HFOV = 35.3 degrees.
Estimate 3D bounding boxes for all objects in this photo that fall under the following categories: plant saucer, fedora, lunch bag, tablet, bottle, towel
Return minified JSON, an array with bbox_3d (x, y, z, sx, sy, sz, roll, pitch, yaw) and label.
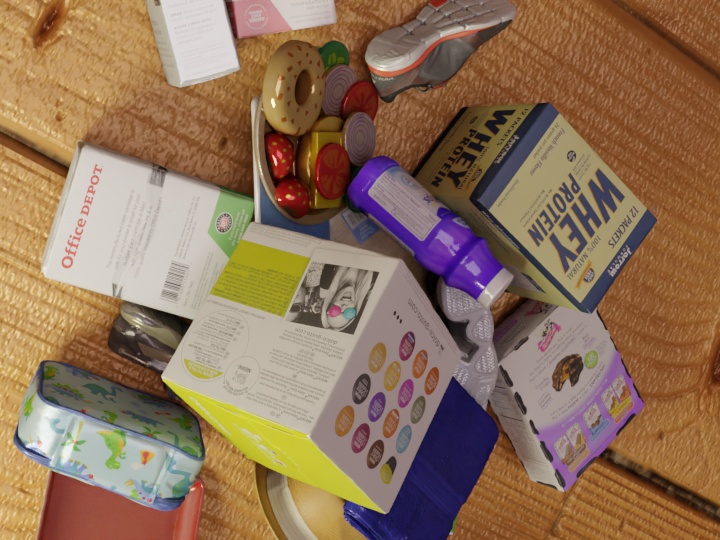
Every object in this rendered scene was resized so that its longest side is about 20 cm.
[{"bbox_3d":[-0.279,0.318,1.262,0.198,0.036,0.203,21,69,-37],"label":"plant saucer"},{"bbox_3d":[-0.037,0.265,1.299,0.081,0.201,0.201,-34,113,21],"label":"fedora"},{"bbox_3d":[-0.268,0.174,1.223,0.198,0.161,0.083,24,98,-20],"label":"lunch bag"},{"bbox_3d":[-0.077,-0.093,1.260,0.129,0.014,0.203,-15,106,-53],"label":"tablet"},{"bbox_3d":[0.077,-0.041,1.227,0.200,0.083,0.066,42,104,12],"label":"bottle"},{"bbox_3d":[0.068,0.221,1.264,0.148,0.049,0.201,47,64,-31],"label":"towel"}]

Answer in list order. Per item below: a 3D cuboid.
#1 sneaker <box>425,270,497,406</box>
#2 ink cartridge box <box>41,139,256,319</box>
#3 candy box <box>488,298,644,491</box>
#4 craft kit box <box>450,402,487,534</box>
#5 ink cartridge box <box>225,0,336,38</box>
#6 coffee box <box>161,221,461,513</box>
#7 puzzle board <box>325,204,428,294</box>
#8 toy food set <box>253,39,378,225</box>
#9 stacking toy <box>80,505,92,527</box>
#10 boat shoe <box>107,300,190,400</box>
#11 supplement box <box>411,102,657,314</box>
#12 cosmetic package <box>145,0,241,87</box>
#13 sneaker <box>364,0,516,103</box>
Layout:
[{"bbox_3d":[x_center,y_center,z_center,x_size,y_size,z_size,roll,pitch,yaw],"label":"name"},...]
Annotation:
[{"bbox_3d":[0.118,0.066,1.337,0.074,0.114,0.203,-2,112,-4],"label":"sneaker"},{"bbox_3d":[-0.232,-0.042,1.228,0.198,0.084,0.148,18,95,-21],"label":"ink cartridge box"},{"bbox_3d":[0.246,0.140,1.414,0.167,0.071,0.202,-39,111,-24],"label":"candy box"},{"bbox_3d":[0.057,0.177,1.332,0.199,0.048,0.199,39,52,-28],"label":"craft kit box"},{"bbox_3d":[-0.100,-0.360,1.215,0.115,0.067,0.203,-13,105,-16],"label":"ink cartridge box"},{"bbox_3d":[-0.044,0.100,1.168,0.199,0.198,0.200,-61,144,-20],"label":"coffee box"},{"bbox_3d":[0.000,0.000,1.352,0.199,0.017,0.152,-38,109,-8],"label":"puzzle board"},{"bbox_3d":[-0.045,-0.151,1.243,0.197,0.048,0.203,-9,102,-54],"label":"toy food set"},{"bbox_3d":[-0.345,0.353,1.273,0.115,0.109,0.203,21,83,-31],"label":"stacking toy"},{"bbox_3d":[-0.198,0.106,1.285,0.199,0.075,0.074,35,101,-16],"label":"boat shoe"},{"bbox_3d":[0.188,-0.074,1.294,0.200,0.199,0.135,41,80,-22],"label":"supplement box"},{"bbox_3d":[-0.189,-0.300,1.180,0.073,0.102,0.203,-19,106,-15],"label":"cosmetic package"},{"bbox_3d":[0.092,-0.257,1.313,0.198,0.077,0.083,-26,138,-16],"label":"sneaker"}]
